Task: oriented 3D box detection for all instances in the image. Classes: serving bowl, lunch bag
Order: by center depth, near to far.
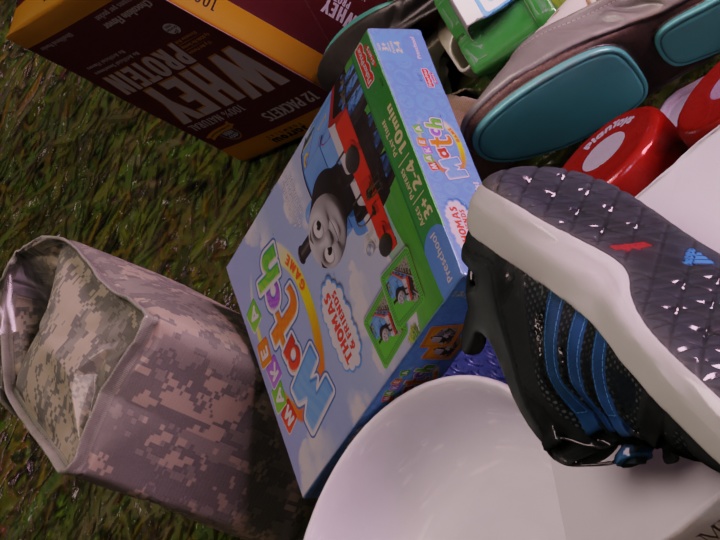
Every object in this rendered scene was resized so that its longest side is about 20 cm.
[{"bbox_3d":[0.053,0.155,1.061,0.200,0.066,0.201,-26,55,43],"label":"serving bowl"},{"bbox_3d":[-0.116,0.064,1.296,0.118,0.164,0.200,-62,31,6],"label":"lunch bag"}]

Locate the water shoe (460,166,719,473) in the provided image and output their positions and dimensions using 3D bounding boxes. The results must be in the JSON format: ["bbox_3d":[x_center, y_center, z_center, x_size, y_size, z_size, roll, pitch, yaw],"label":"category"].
[{"bbox_3d":[0.097,0.034,0.735,0.200,0.071,0.079,-132,45,-55],"label":"water shoe"}]

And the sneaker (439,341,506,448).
[{"bbox_3d":[0.025,0.052,1.200,0.078,0.070,0.200,-65,28,19],"label":"sneaker"}]

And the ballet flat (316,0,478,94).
[{"bbox_3d":[0.045,-0.136,1.309,0.200,0.068,0.069,-34,49,39],"label":"ballet flat"}]

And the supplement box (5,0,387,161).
[{"bbox_3d":[-0.092,-0.211,1.440,0.133,0.197,0.201,-19,52,49],"label":"supplement box"}]

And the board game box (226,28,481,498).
[{"bbox_3d":[0.000,0.000,1.137,0.200,0.036,0.152,-57,44,45],"label":"board game box"}]

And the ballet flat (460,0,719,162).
[{"bbox_3d":[0.136,-0.120,1.112,0.199,0.067,0.064,-27,51,12],"label":"ballet flat"}]

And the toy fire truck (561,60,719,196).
[{"bbox_3d":[0.190,-0.063,1.012,0.200,0.112,0.168,-30,23,46],"label":"toy fire truck"}]

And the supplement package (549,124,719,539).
[{"bbox_3d":[0.200,0.047,0.809,0.191,0.199,0.148,-42,36,31],"label":"supplement package"}]

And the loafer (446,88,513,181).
[{"bbox_3d":[0.043,-0.060,1.231,0.067,0.076,0.200,-20,11,-5],"label":"loafer"}]

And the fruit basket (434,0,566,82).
[{"bbox_3d":[0.119,-0.196,1.181,0.200,0.094,0.186,-39,65,26],"label":"fruit basket"}]
